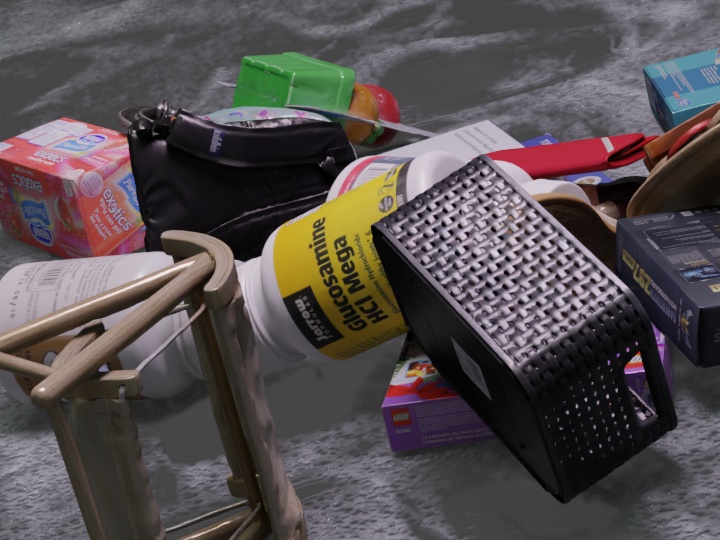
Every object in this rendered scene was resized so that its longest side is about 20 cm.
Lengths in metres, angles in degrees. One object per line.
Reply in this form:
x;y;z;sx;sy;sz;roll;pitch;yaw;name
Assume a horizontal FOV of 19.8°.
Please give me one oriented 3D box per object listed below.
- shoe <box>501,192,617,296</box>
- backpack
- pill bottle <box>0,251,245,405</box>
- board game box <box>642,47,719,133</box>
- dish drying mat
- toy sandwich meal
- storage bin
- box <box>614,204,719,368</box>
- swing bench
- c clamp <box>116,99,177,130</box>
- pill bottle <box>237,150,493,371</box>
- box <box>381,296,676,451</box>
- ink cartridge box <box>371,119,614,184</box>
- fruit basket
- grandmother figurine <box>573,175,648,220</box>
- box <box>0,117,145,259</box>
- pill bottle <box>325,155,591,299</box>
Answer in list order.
0.159;-0.015;1.520;0.053;0.070;0.199;9;-4;42;shoe
-0.099;-0.078;1.816;0.199;0.168;0.127;-11;16;-9;backpack
-0.180;0.044;1.612;0.199;0.115;0.114;-5;23;24;pill bottle
0.369;-0.168;1.870;0.199;0.047;0.151;-13;21;3;board game box
0.153;-0.090;1.705;0.077;0.018;0.199;-27;15;-39;dish drying mat
0.273;-0.103;1.551;0.204;0.071;0.205;-27;-16;-9;toy sandwich meal
0.104;0.036;1.335;0.093;0.136;0.200;-32;45;-10;storage bin
0.297;0.001;1.443;0.199;0.051;0.158;-9;25;-12;box
-0.130;0.109;1.307;0.199;0.200;0.129;-30;27;-34;swing bench
-0.137;-0.128;2.016;0.199;0.027;0.171;17;18;-1;c clamp
0.000;0.000;1.516;0.199;0.113;0.113;-26;14;28;pill bottle
0.123;0.069;1.459;0.199;0.039;0.137;-8;21;14;box
0.108;-0.085;1.846;0.199;0.044;0.196;-20;22;-10;ink cartridge box
-0.017;-0.146;1.992;0.199;0.094;0.185;16;4;-35;fruit basket
0.198;-0.056;1.689;0.199;0.061;0.121;-11;16;10;grandmother figurine
-0.273;-0.078;1.998;0.102;0.095;0.199;-27;25;-30;box
0.079;-0.028;1.616;0.199;0.120;0.119;5;29;40;pill bottle
